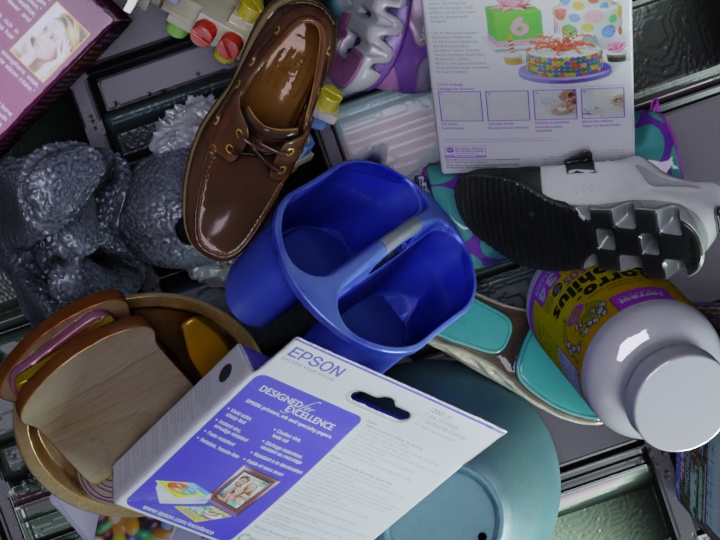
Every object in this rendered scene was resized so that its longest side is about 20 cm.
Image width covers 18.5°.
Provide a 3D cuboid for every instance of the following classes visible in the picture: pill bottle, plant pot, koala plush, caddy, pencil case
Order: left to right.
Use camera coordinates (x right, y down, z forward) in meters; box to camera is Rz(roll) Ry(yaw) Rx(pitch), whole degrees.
[{"bbox_3d":[-0.166,-0.040,1.654,0.200,0.184,0.177,-21,108,-19],"label":"koala plush"},{"bbox_3d":[0.000,0.000,1.563,0.141,0.200,0.105,50,125,3],"label":"caddy"},{"bbox_3d":[0.058,0.176,1.677,0.200,0.135,0.200,0,96,-1],"label":"plant pot"},{"bbox_3d":[0.142,-0.062,1.677,0.200,0.085,0.092,-13,68,-1],"label":"pencil case"},{"bbox_3d":[0.195,0.054,1.583,0.104,0.200,0.104,-5,113,-13],"label":"pill bottle"}]

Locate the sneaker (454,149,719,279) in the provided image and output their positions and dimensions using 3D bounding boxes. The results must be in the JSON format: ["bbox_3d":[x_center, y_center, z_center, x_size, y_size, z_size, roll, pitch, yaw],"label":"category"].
[{"bbox_3d":[0.168,-0.047,1.598,0.200,0.089,0.074,12,129,25],"label":"sneaker"}]

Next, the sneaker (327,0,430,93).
[{"bbox_3d":[0.050,-0.218,1.663,0.088,0.080,0.200,18,103,-28],"label":"sneaker"}]

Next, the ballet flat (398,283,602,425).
[{"bbox_3d":[0.112,0.056,1.703,0.200,0.062,0.067,30,81,-13],"label":"ballet flat"}]

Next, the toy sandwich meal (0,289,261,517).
[{"bbox_3d":[-0.153,0.101,1.551,0.205,0.070,0.205,-7,119,-13],"label":"toy sandwich meal"}]

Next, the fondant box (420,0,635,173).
[{"bbox_3d":[0.121,-0.156,1.571,0.144,0.058,0.200,-1,141,7],"label":"fondant box"}]

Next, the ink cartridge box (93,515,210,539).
[{"bbox_3d":[-0.136,0.187,1.648,0.119,0.042,0.200,9,85,25],"label":"ink cartridge box"}]

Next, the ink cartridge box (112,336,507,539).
[{"bbox_3d":[-0.036,0.123,1.529,0.198,0.043,0.200,27,125,-35],"label":"ink cartridge box"}]

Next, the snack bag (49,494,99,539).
[{"bbox_3d":[-0.131,0.167,1.682,0.200,0.021,0.189,-46,66,9],"label":"snack bag"}]

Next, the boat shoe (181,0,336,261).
[{"bbox_3d":[-0.073,-0.099,1.558,0.072,0.068,0.200,21,99,-11],"label":"boat shoe"}]

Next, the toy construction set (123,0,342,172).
[{"bbox_3d":[-0.099,-0.172,1.634,0.200,0.131,0.092,40,130,-15],"label":"toy construction set"}]

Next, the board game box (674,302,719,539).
[{"bbox_3d":[0.300,0.114,1.641,0.097,0.200,0.160,1,97,-2],"label":"board game box"}]

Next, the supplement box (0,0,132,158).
[{"bbox_3d":[-0.288,-0.161,1.649,0.200,0.103,0.131,-44,93,4],"label":"supplement box"}]
